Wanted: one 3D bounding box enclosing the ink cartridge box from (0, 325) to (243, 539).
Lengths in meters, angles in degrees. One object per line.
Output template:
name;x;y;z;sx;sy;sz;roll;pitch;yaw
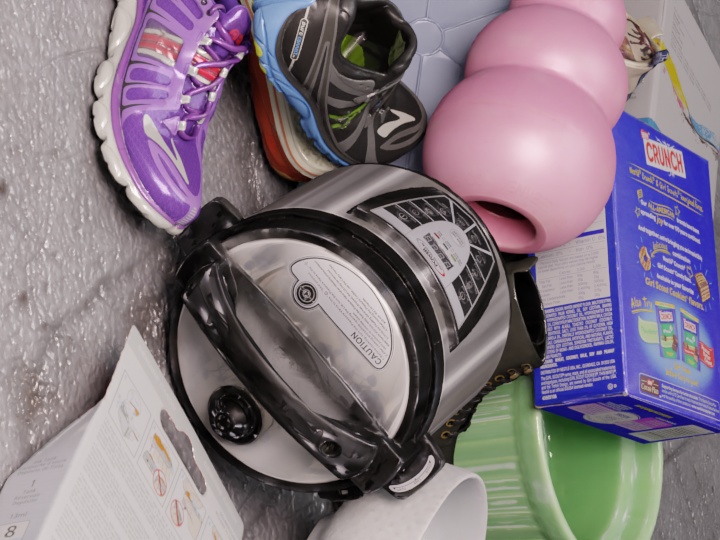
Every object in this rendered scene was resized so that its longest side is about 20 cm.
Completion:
ink cartridge box;-0.134;0.153;1.316;0.200;0.047;0.160;-72;143;-52

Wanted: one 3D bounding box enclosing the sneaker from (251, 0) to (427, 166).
sneaker;0.001;-0.118;1.466;0.200;0.082;0.071;46;41;-60

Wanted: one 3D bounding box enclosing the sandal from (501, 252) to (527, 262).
sandal;0.072;0.008;1.701;0.200;0.075;0.048;-45;148;-50

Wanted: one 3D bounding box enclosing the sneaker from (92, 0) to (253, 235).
sneaker;-0.104;-0.121;1.412;0.081;0.083;0.201;33;53;-56

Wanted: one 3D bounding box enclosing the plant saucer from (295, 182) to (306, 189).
plant saucer;0.000;0.000;1.647;0.200;0.027;0.201;31;55;-59

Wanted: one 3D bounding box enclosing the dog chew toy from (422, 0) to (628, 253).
dog chew toy;0.116;-0.112;1.548;0.125;0.124;0.200;51;50;-45

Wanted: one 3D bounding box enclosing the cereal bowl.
cereal bowl;0.006;0.208;1.494;0.200;0.083;0.201;16;90;-72

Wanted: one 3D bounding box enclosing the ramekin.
ramekin;0.129;0.118;1.705;0.200;0.097;0.201;23;63;-55

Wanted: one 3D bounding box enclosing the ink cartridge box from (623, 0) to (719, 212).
ink cartridge box;0.199;-0.112;1.950;0.146;0.146;0.200;52;39;-44

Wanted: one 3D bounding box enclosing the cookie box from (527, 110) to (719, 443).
cookie box;0.183;0.005;1.656;0.171;0.075;0.201;21;63;-56

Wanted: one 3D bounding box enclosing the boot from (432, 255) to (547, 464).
boot;0.069;0.089;1.573;0.077;0.138;0.201;-50;128;-57

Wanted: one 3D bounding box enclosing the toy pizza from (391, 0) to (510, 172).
toy pizza;0.041;-0.152;1.626;0.032;0.199;0.201;110;-20;-74

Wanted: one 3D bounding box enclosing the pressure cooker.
pressure cooker;-0.015;0.039;1.437;0.200;0.175;0.179;-33;128;-61

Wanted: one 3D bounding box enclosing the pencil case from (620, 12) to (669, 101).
pencil case;0.150;-0.104;1.780;0.089;0.200;0.078;4;39;-33

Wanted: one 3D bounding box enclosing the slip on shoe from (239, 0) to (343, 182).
slip on shoe;-0.049;-0.150;1.565;0.074;0.061;0.201;-4;77;-30
